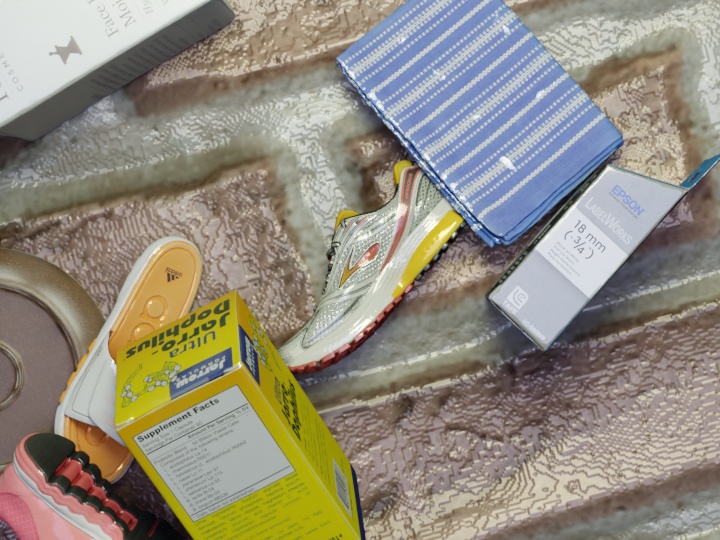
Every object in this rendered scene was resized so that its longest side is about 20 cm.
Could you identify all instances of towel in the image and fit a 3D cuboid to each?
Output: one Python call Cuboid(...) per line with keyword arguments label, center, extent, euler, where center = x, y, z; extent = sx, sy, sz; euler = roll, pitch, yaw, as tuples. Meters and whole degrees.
Cuboid(label="towel", center=(0.094, -0.132, 1.678), extent=(0.145, 0.024, 0.200), euler=(-39, 84, -16))

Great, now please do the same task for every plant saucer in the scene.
Cuboid(label="plant saucer", center=(-0.294, 0.083, 1.715), extent=(0.199, 0.032, 0.202), euler=(0, 93, 0))

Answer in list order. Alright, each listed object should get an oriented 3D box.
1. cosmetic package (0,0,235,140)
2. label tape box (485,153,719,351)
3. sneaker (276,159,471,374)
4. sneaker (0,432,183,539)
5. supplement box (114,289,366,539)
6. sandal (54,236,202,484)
Cuboid(label="cosmetic package", center=(-0.224, -0.219, 1.636), extent=(0.199, 0.165, 0.165), euler=(-31, 90, 2))
Cuboid(label="label tape box", center=(0.183, -0.034, 1.647), extent=(0.063, 0.144, 0.200), euler=(42, 91, 1))
Cuboid(label="sneaker", center=(0.000, 0.000, 1.691), extent=(0.082, 0.078, 0.200), euler=(40, 83, 3))
Cuboid(label="sneaker", center=(-0.205, 0.217, 1.675), extent=(0.200, 0.074, 0.087), euler=(45, 116, -1))
Cuboid(label="supplement box", center=(-0.090, 0.137, 1.631), extent=(0.108, 0.110, 0.201), euler=(-26, 119, 9))
Cuboid(label="sandal", center=(-0.173, 0.073, 1.684), extent=(0.079, 0.059, 0.208), euler=(21, 92, -34))
